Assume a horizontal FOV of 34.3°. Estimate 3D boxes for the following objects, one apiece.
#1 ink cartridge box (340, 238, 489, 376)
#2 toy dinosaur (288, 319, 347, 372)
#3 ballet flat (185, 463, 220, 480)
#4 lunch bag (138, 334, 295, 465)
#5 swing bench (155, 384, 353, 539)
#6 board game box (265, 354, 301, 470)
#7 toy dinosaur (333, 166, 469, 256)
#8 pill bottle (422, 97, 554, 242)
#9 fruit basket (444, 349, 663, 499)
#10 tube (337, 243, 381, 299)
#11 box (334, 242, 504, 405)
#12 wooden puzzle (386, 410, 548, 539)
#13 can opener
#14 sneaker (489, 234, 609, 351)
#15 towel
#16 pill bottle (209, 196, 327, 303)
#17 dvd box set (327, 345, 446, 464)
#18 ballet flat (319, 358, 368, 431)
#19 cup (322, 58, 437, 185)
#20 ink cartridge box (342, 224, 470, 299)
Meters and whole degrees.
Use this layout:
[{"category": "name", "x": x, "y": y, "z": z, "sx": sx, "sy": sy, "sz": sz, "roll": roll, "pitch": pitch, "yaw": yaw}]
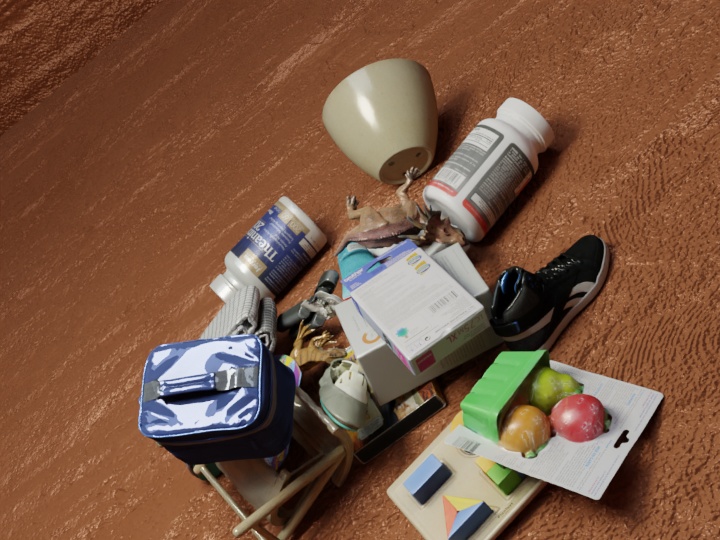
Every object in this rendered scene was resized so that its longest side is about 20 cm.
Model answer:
[{"category": "ink cartridge box", "x": 0.067, "y": 0.043, "z": 1.519, "sx": 0.118, "sy": 0.042, "sz": 0.200, "roll": -33, "pitch": 42, "yaw": -10}, {"category": "toy dinosaur", "x": -0.092, "y": 0.135, "z": 1.752, "sx": 0.199, "sy": 0.060, "sz": 0.107, "roll": -34, "pitch": 21, "yaw": 45}, {"category": "ballet flat", "x": -0.246, "y": 0.236, "z": 1.713, "sx": 0.071, "sy": 0.202, "sz": 0.073, "roll": -1, "pitch": 53, "yaw": 2}, {"category": "lunch bag", "x": -0.194, "y": 0.163, "z": 1.503, "sx": 0.196, "sy": 0.133, "sz": 0.138, "roll": -9, "pitch": 60, "yaw": 16}, {"category": "swing bench", "x": -0.133, "y": 0.243, "z": 1.593, "sx": 0.200, "sy": 0.130, "sz": 0.199, "roll": -46, "pitch": 56, "yaw": -6}, {"category": "board game box", "x": -0.156, "y": 0.215, "z": 1.722, "sx": 0.157, "sy": 0.039, "sz": 0.203, "roll": -19, "pitch": 55, "yaw": 49}, {"category": "toy dinosaur", "x": 0.045, "y": -0.061, "z": 1.670, "sx": 0.197, "sy": 0.087, "sz": 0.136, "roll": -20, "pitch": 34, "yaw": 7}, {"category": "pill bottle", "x": 0.194, "y": -0.152, "z": 1.745, "sx": 0.201, "sy": 0.116, "sz": 0.115, "roll": -49, "pitch": 34, "yaw": -10}, {"category": "fruit basket", "x": 0.224, "y": 0.177, "z": 1.353, "sx": 0.198, "sy": 0.095, "sz": 0.185, "roll": 19, "pitch": 44, "yaw": 28}, {"category": "tube", "x": 0.000, "y": 0.000, "z": 1.703, "sx": 0.077, "sy": 0.051, "sz": 0.200, "roll": -32, "pitch": 13, "yaw": 1}, {"category": "box", "x": 0.081, "y": 0.072, "z": 1.592, "sx": 0.198, "sy": 0.098, "sz": 0.125, "roll": -26, "pitch": 36, "yaw": -1}, {"category": "wooden puzzle", "x": 0.130, "y": 0.249, "z": 1.432, "sx": 0.185, "sy": 0.046, "sz": 0.200, "roll": -46, "pitch": 33, "yaw": -3}, {"category": "can opener", "x": -0.072, "y": 0.059, "z": 1.796, "sx": 0.200, "sy": 0.052, "sz": 0.067, "roll": -37, "pitch": 28, "yaw": 57}, {"category": "sneaker", "x": 0.244, "y": 0.011, "z": 1.514, "sx": 0.073, "sy": 0.112, "sz": 0.201, "roll": 17, "pitch": 65, "yaw": 52}, {"category": "towel", "x": -0.204, "y": 0.136, "z": 1.817, "sx": 0.201, "sy": 0.085, "sz": 0.166, "roll": -52, "pitch": 15, "yaw": 12}, {"category": "pill bottle", "x": -0.160, "y": -0.018, "z": 1.978, "sx": 0.200, "sy": 0.111, "sz": 0.111, "roll": -47, "pitch": 33, "yaw": -5}, {"category": "dvd box set", "x": 0.033, "y": 0.160, "z": 1.649, "sx": 0.145, "sy": 0.029, "sz": 0.201, "roll": -36, "pitch": 34, "yaw": 12}, {"category": "ballet flat", "x": -0.021, "y": 0.157, "z": 1.567, "sx": 0.064, "sy": 0.067, "sz": 0.200, "roll": -61, "pitch": 10, "yaw": 4}, {"category": "cup", "x": 0.052, "y": -0.231, "z": 1.947, "sx": 0.199, "sy": 0.200, "sz": 0.145, "roll": -32, "pitch": 62, "yaw": 16}, {"category": "ink cartridge box", "x": 0.054, "y": -0.007, "z": 1.766, "sx": 0.174, "sy": 0.044, "sz": 0.199, "roll": -45, "pitch": 24, "yaw": -11}]
